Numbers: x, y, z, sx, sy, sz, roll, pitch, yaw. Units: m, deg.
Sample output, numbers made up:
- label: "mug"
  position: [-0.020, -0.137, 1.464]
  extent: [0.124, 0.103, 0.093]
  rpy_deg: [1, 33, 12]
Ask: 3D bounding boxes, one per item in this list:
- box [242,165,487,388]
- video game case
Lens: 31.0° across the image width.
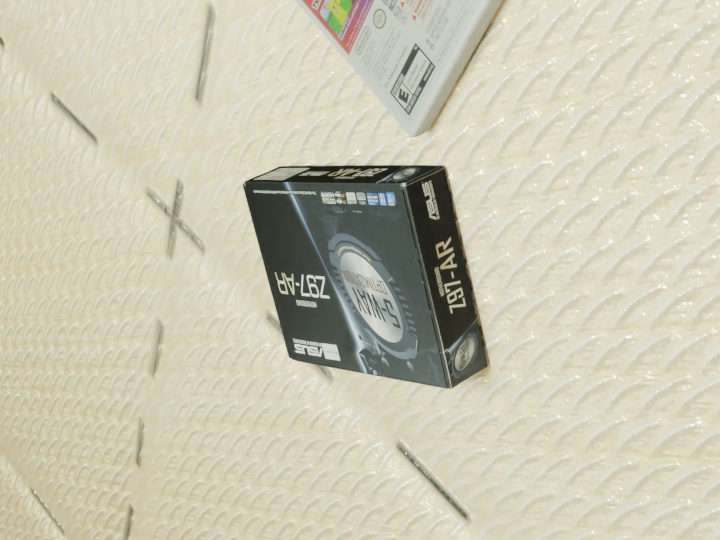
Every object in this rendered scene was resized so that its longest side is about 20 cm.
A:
- label: "box"
  position: [0.000, 0.000, 1.017]
  extent: [0.199, 0.043, 0.162]
  rpy_deg: [6, 115, 49]
- label: "video game case"
  position: [0.022, -0.220, 0.878]
  extent: [0.183, 0.023, 0.200]
  rpy_deg: [51, 143, 16]
